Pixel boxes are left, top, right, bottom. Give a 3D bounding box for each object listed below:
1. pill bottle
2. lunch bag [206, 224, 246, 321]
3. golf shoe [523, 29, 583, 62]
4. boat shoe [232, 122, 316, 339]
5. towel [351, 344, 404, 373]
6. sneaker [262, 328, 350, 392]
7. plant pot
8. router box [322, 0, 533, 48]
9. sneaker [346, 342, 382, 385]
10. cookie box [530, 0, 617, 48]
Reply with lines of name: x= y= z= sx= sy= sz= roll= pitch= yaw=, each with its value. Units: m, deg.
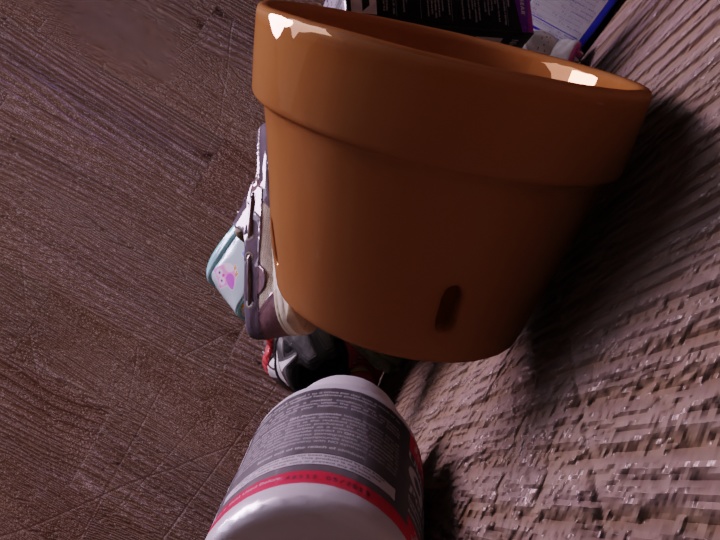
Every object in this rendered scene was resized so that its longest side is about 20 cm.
pill bottle: x=-0.018 y=0.131 z=0.458 sx=0.112 sy=0.109 sz=0.200 roll=-61 pitch=3 yaw=13
lunch bag: x=-0.061 y=-0.022 z=0.881 sx=0.162 sy=0.077 sz=0.199 roll=-54 pitch=-23 yaw=10
golf shoe: x=0.130 y=-0.162 z=0.768 sx=0.076 sy=0.090 sz=0.201 roll=-64 pitch=1 yaw=-24
boat shoe: x=-0.078 y=-0.038 z=0.705 sx=0.072 sy=0.063 sz=0.205 roll=43 pitch=-144 yaw=-63
towel: x=0.000 y=0.000 z=0.810 sx=0.200 sy=0.036 sz=0.152 roll=45 pitch=-131 yaw=-48
sneaker: x=-0.056 y=0.096 z=0.850 sx=0.070 sy=0.099 sz=0.202 roll=-27 pitch=-22 yaw=-18
plant pot: x=0.033 y=-0.048 z=0.433 sx=0.201 sy=0.195 sz=0.143 roll=-67 pitch=-9 yaw=-69
router box: x=0.031 y=-0.168 z=0.675 sx=0.200 sy=0.145 sz=0.052 roll=136 pitch=132 yaw=-68
sneaker: x=-0.002 y=0.116 z=0.920 sx=0.085 sy=0.075 sz=0.204 roll=134 pitch=154 yaw=-62
cookie box: x=0.213 y=-0.304 z=0.693 sx=0.173 sy=0.074 sz=0.201 roll=-63 pitch=2 yaw=-27
